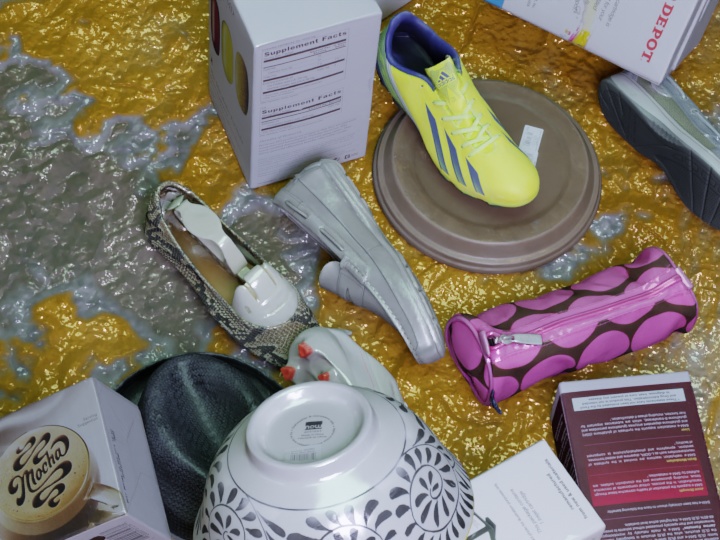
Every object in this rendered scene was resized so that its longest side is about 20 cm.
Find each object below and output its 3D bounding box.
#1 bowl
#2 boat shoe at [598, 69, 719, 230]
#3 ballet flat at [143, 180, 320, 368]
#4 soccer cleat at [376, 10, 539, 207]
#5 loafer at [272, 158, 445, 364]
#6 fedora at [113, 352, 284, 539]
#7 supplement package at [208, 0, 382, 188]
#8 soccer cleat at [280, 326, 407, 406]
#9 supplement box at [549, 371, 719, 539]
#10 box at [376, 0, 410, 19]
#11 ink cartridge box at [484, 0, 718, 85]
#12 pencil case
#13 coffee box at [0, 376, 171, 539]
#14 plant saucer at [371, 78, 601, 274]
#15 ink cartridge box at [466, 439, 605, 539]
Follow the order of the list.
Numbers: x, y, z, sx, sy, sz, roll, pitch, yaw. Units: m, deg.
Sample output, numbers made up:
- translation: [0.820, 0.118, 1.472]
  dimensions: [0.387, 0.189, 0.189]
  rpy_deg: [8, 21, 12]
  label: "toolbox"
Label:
- translation: [-0.028, 0.139, 1.350]
  dimensions: [0.200, 0.094, 0.201]
  rpy_deg: [-8, 37, 6]
  label: "bowl"
- translation: [0.289, -0.107, 1.682]
  dimensions: [0.065, 0.074, 0.202]
  rpy_deg: [-32, 58, -19]
  label: "boat shoe"
- translation: [-0.105, 0.000, 1.586]
  dimensions: [0.068, 0.075, 0.200]
  rpy_deg: [-37, 68, -24]
  label: "ballet flat"
- translation: [0.078, -0.134, 1.642]
  dimensions: [0.065, 0.084, 0.200]
  rpy_deg: [-30, 66, -20]
  label: "soccer cleat"
- translation: [0.000, 0.000, 1.604]
  dimensions: [0.070, 0.070, 0.200]
  rpy_deg: [-33, 67, -2]
  label: "loafer"
- translation: [-0.116, 0.135, 1.493]
  dimensions: [0.200, 0.092, 0.201]
  rpy_deg: [2, 59, -3]
  label: "fedora"
- translation: [-0.058, -0.179, 1.624]
  dimensions: [0.109, 0.200, 0.114]
  rpy_deg: [-17, 61, -14]
  label: "supplement package"
- translation: [0.016, 0.125, 1.527]
  dimensions: [0.078, 0.069, 0.200]
  rpy_deg: [-14, 64, -48]
  label: "soccer cleat"
- translation: [0.217, 0.182, 1.509]
  dimensions: [0.109, 0.061, 0.200]
  rpy_deg: [-4, 59, -6]
  label: "supplement box"
- translation: [0.003, -0.322, 1.770]
  dimensions: [0.200, 0.106, 0.152]
  rpy_deg: [-36, 68, -23]
  label: "box"
- translation: [0.218, -0.282, 1.710]
  dimensions: [0.200, 0.147, 0.146]
  rpy_deg: [28, 28, 12]
  label: "ink cartridge box"
- translation: [0.173, 0.043, 1.570]
  dimensions: [0.200, 0.094, 0.091]
  rpy_deg: [-21, 67, -16]
  label: "pencil case"
- translation: [-0.252, 0.174, 1.426]
  dimensions: [0.200, 0.080, 0.113]
  rpy_deg: [-23, 62, 11]
  label: "coffee box"
- translation: [0.110, -0.088, 1.683]
  dimensions: [0.200, 0.029, 0.200]
  rpy_deg: [2, 58, -3]
  label: "plant saucer"
- translation: [0.063, 0.226, 1.422]
  dimensions: [0.200, 0.146, 0.084]
  rpy_deg: [-28, 66, -18]
  label: "ink cartridge box"
